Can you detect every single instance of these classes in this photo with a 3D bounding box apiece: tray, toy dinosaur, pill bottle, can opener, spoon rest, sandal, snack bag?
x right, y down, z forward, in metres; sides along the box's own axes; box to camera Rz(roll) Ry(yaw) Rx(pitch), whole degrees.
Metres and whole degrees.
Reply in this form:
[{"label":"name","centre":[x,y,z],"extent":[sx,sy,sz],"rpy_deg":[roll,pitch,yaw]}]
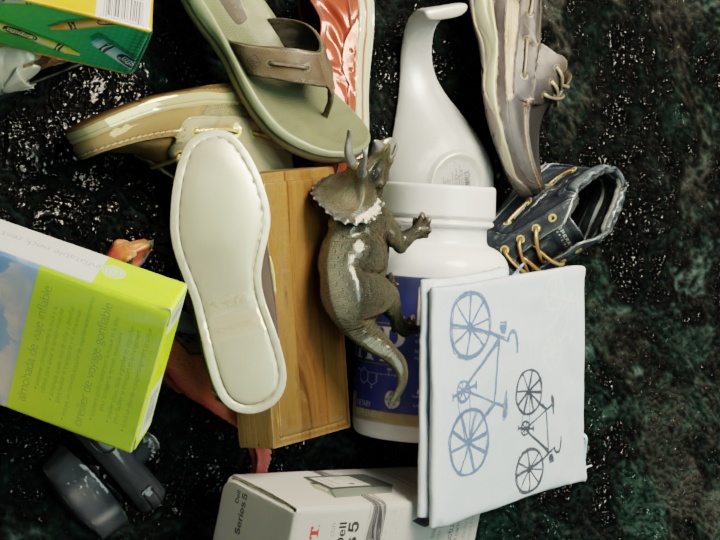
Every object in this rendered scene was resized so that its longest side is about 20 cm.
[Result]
[{"label":"tray","centre":[-0.054,0.025,1.567],"extent":[0.099,0.037,0.200],"rpy_deg":[-10,99,-54]},{"label":"toy dinosaur","centre":[0.000,0.000,1.568],"extent":[0.102,0.077,0.200],"rpy_deg":[7,88,-47]},{"label":"pill bottle","centre":[0.057,0.032,1.665],"extent":[0.120,0.120,0.200],"rpy_deg":[2,92,-33]},{"label":"can opener","centre":[-0.212,0.102,1.528],"extent":[0.079,0.063,0.200],"rpy_deg":[-41,110,-27]},{"label":"spoon rest","centre":[0.064,-0.121,1.731],"extent":[0.099,0.061,0.200],"rpy_deg":[-11,107,-27]},{"label":"sandal","centre":[-0.063,-0.163,1.577],"extent":[0.201,0.057,0.080],"rpy_deg":[52,43,-8]},{"label":"snack bag","centre":[0.113,0.088,1.628],"extent":[0.200,0.021,0.189],"rpy_deg":[-10,102,-47]},{"label":"toy dinosaur","centre":[-0.128,0.046,1.524],"extent":[0.181,0.105,0.200],"rpy_deg":[13,45,-62]}]

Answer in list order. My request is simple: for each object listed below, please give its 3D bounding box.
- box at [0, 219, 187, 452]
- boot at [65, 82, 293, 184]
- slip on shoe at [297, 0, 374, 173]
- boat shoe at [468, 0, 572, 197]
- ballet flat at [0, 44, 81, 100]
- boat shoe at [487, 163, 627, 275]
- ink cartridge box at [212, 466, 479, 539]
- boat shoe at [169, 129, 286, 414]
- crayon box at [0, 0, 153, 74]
[{"label":"box","centre":[-0.231,0.036,1.452],"extent":[0.200,0.048,0.122],"rpy_deg":[20,118,3]},{"label":"boot","centre":[-0.121,-0.059,1.589],"extent":[0.200,0.073,0.156],"rpy_deg":[-14,95,-43]},{"label":"slip on shoe","centre":[-0.028,-0.130,1.661],"extent":[0.061,0.074,0.200],"rpy_deg":[5,83,-18]},{"label":"boat shoe","centre":[0.137,-0.162,1.741],"extent":[0.073,0.074,0.200],"rpy_deg":[-10,88,9]},{"label":"ballet flat","centre":[-0.234,-0.167,1.523],"extent":[0.200,0.073,0.073],"rpy_deg":[-23,101,-32]},{"label":"boat shoe","centre":[0.138,-0.017,1.748],"extent":[0.071,0.091,0.200],"rpy_deg":[47,65,-22]},{"label":"ink cartridge box","centre":[-0.015,0.231,1.604],"extent":[0.200,0.084,0.146],"rpy_deg":[2,103,-43]},{"label":"boat shoe","centre":[-0.094,0.001,1.491],"extent":[0.072,0.060,0.200],"rpy_deg":[-11,92,-7]},{"label":"crayon box","centre":[-0.244,-0.220,1.474],"extent":[0.200,0.058,0.119],"rpy_deg":[12,57,-18]}]
